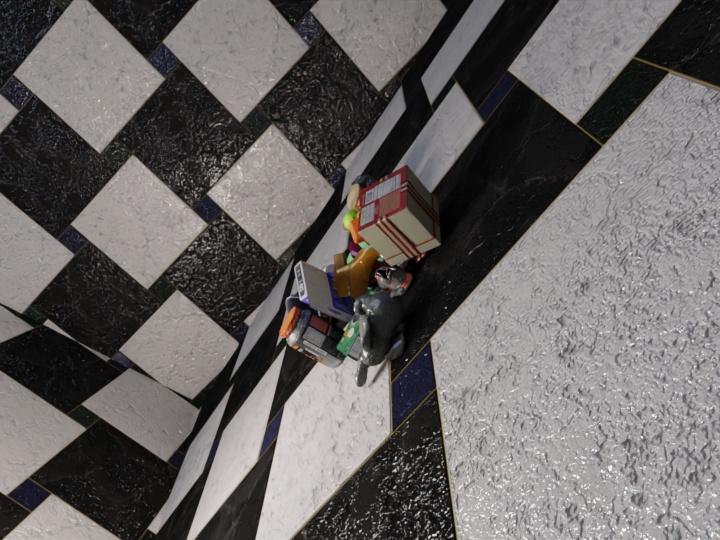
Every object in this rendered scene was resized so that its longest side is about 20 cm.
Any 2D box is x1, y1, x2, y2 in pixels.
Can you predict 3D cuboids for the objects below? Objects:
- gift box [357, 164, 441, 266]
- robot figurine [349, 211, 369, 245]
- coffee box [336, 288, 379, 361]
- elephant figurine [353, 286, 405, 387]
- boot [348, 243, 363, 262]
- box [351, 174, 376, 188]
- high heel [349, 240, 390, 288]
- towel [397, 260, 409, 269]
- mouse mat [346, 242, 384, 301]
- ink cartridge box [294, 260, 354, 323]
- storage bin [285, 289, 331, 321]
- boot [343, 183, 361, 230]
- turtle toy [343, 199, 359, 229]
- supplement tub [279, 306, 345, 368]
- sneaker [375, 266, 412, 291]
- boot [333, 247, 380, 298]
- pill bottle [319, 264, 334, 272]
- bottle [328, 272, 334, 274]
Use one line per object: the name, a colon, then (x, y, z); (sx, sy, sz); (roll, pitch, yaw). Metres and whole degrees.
gift box: (0.100, -0.137, 1.418); (0.198, 0.186, 0.187); (-21, 46, 34)
robot figurine: (0.064, -0.153, 1.700); (0.197, 0.145, 0.117); (-20, 38, -5)
coffee box: (0.007, 0.153, 1.518); (0.202, 0.044, 0.123); (-62, 15, -7)
elephant figurine: (0.045, 0.162, 1.265); (0.139, 0.156, 0.203); (-1, 59, 21)
boot: (0.015, -0.059, 1.856); (0.204, 0.073, 0.154); (-48, 4, 0)
box: (0.053, -0.291, 2.001); (0.044, 0.160, 0.200); (-50, 14, -1)
high heel: (0.031, -0.042, 1.676); (0.096, 0.067, 0.201); (-38, 53, 15)
towel: (0.139, -0.092, 1.585); (0.147, 0.030, 0.200); (-57, 14, 9)
mouse mat: (0.000, 0.000, 1.729); (0.160, 0.007, 0.203); (18, 81, 43)
ink cartridge box: (-0.103, 0.081, 1.619); (0.043, 0.197, 0.202); (-46, 38, 24)
storage bin: (-0.168, 0.146, 1.891); (0.135, 0.143, 0.203); (-63, -28, -56)
boot: (0.022, -0.227, 1.947); (0.071, 0.142, 0.203); (-116, 33, -45)
turtle toy: (0.033, -0.200, 1.806); (0.199, 0.146, 0.102); (-34, 52, 1)
supplement tub: (-0.137, 0.200, 1.603); (0.123, 0.198, 0.123); (-53, 15, 21)
sneaker: (0.078, 0.012, 1.480); (0.078, 0.081, 0.200); (-61, 15, -9)
boot: (0.014, 0.007, 1.594); (0.198, 0.147, 0.071); (-11, 1, 19)
pill bottle: (-0.150, 0.052, 2.119); (0.200, 0.108, 0.110); (-42, 22, 50)
bottle: (-0.082, 0.048, 1.876); (0.066, 0.083, 0.200); (-54, 16, -10)
